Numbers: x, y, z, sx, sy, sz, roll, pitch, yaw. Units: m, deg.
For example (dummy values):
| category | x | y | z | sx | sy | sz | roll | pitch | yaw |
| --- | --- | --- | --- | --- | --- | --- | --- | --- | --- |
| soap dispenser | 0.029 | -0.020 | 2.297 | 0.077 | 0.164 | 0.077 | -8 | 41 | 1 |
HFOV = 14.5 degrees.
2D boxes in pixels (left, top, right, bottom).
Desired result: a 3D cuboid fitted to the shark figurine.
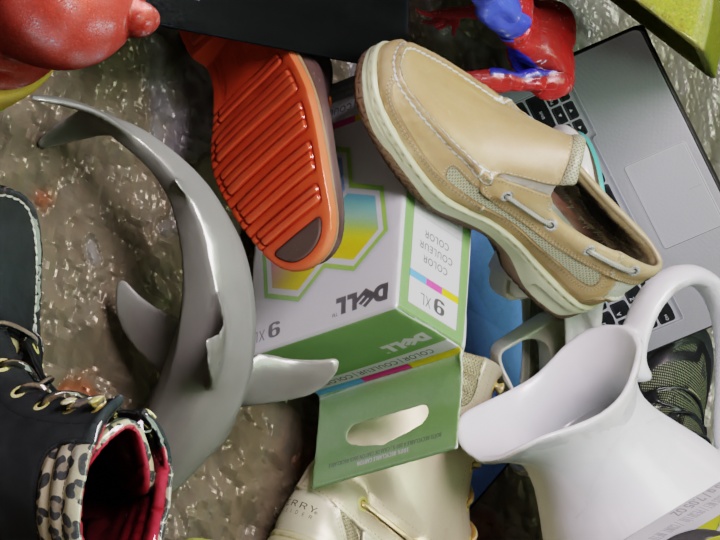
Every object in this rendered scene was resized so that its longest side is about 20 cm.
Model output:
| category | x | y | z | sx | sy | sz | roll | pitch | yaw |
| --- | --- | --- | --- | --- | --- | --- | --- | --- | --- |
| shark figurine | -0.084 | 0.010 | 1.359 | 0.090 | 0.127 | 0.216 | -82 | 162 | -79 |

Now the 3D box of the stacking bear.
| category | x | y | z | sx | sy | sz | roll | pitch | yaw |
| --- | --- | --- | --- | --- | --- | --- | --- | --- | --- |
| stacking bear | -0.172 | -0.120 | 1.244 | 0.121 | 0.199 | 0.114 | 44 | 58 | -33 |

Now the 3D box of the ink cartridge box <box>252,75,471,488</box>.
| category | x | y | z | sx | sy | sz | roll | pitch | yaw |
| --- | --- | --- | --- | --- | --- | --- | --- | --- | --- |
| ink cartridge box | 0.000 | 0.000 | 1.441 | 0.059 | 0.104 | 0.201 | 29 | 55 | -41 |

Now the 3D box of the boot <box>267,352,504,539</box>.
| category | x | y | z | sx | sy | sz | roll | pitch | yaw |
| --- | --- | --- | --- | --- | --- | --- | --- | --- | --- |
| boot | 0.049 | 0.125 | 1.519 | 0.200 | 0.073 | 0.156 | 30 | 73 | -32 |

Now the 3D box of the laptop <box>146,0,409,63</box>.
| category | x | y | z | sx | sy | sz | roll | pitch | yaw |
| --- | --- | --- | --- | --- | --- | --- | --- | --- | --- |
| laptop | -0.071 | -0.205 | 1.417 | 0.177 | 0.200 | 0.104 | 7 | 119 | -44 |

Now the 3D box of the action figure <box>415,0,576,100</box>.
| category | x | y | z | sx | sy | sz | roll | pitch | yaw |
| --- | --- | --- | --- | --- | --- | --- | --- | --- | --- |
| action figure | 0.051 | -0.137 | 1.464 | 0.200 | 0.098 | 0.066 | 45 | 44 | -55 |

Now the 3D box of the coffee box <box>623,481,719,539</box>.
| category | x | y | z | sx | sy | sz | roll | pitch | yaw |
| --- | --- | --- | --- | --- | --- | --- | --- | --- | --- |
| coffee box | 0.194 | 0.239 | 1.294 | 0.199 | 0.197 | 0.201 | -27 | 116 | -37 |

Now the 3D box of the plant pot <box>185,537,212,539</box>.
| category | x | y | z | sx | sy | sz | roll | pitch | yaw |
| --- | --- | --- | --- | --- | --- | --- | --- | --- | --- |
| plant pot | 0.004 | 0.258 | 1.391 | 0.199 | 0.199 | 0.182 | 32 | 72 | -39 |

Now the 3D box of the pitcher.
| category | x | y | z | sx | sy | sz | roll | pitch | yaw |
| --- | --- | --- | --- | --- | --- | --- | --- | --- | --- |
| pitcher | 0.165 | 0.113 | 1.501 | 0.171 | 0.121 | 0.200 | -41 | 116 | -14 |

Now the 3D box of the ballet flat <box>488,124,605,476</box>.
| category | x | y | z | sx | sy | sz | roll | pitch | yaw |
| --- | --- | --- | --- | --- | --- | --- | --- | --- | --- |
| ballet flat | 0.101 | 0.024 | 1.530 | 0.069 | 0.069 | 0.201 | -23 | 115 | -43 |

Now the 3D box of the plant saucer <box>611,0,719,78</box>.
| category | x | y | z | sx | sy | sz | roll | pitch | yaw |
| --- | --- | --- | --- | --- | --- | --- | --- | --- | --- |
| plant saucer | 0.121 | -0.187 | 1.500 | 0.200 | 0.200 | 0.048 | 39 | 95 | 7 |

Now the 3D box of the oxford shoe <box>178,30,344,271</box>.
| category | x | y | z | sx | sy | sz | roll | pitch | yaw |
| --- | --- | --- | --- | --- | --- | --- | --- | --- | --- |
| oxford shoe | -0.034 | -0.083 | 1.421 | 0.072 | 0.071 | 0.201 | 20 | 44 | -45 |

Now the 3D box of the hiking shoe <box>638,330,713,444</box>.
| category | x | y | z | sx | sy | sz | roll | pitch | yaw |
| --- | --- | --- | --- | --- | --- | --- | --- | --- | --- |
| hiking shoe | 0.187 | 0.121 | 1.641 | 0.076 | 0.100 | 0.201 | 32 | 66 | -40 |

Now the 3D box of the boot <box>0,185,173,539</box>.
| category | x | y | z | sx | sy | sz | roll | pitch | yaw |
| --- | --- | --- | --- | --- | --- | --- | --- | --- | --- |
| boot | -0.144 | 0.055 | 1.287 | 0.073 | 0.153 | 0.205 | 18 | 74 | -42 |

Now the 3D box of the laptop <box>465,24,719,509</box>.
| category | x | y | z | sx | sy | sz | roll | pitch | yaw |
| --- | --- | --- | --- | --- | --- | --- | --- | --- | --- |
| laptop | 0.105 | 0.001 | 1.568 | 0.188 | 0.199 | 0.116 | 61 | 16 | -22 |

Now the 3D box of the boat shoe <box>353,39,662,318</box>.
| category | x | y | z | sx | sy | sz | roll | pitch | yaw |
| --- | --- | --- | --- | --- | --- | --- | --- | --- | --- |
| boat shoe | 0.080 | -0.054 | 1.414 | 0.200 | 0.076 | 0.072 | 39 | 48 | -36 |
